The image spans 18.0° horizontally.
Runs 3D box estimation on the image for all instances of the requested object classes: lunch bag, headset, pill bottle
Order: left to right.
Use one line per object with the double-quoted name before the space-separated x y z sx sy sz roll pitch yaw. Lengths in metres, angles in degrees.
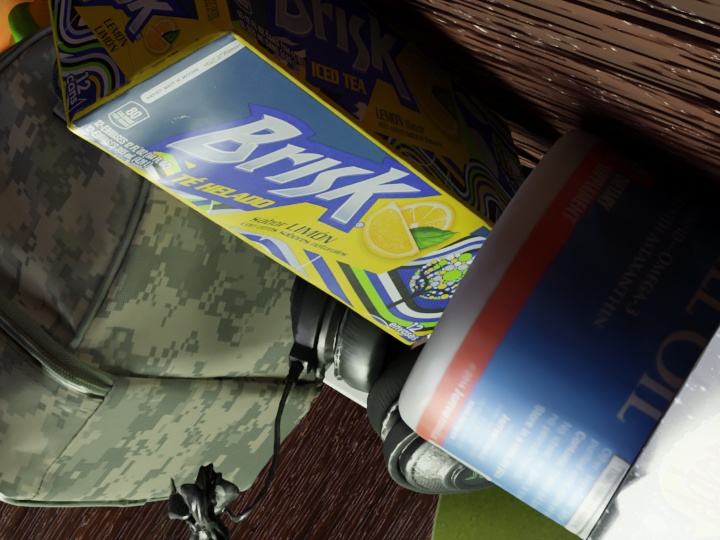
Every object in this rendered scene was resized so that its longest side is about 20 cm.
"lunch bag" -0.084 -0.010 0.896 0.139 0.168 0.200 45 -163 27
"headset" 0.017 0.041 0.863 0.124 0.200 0.094 47 156 25
"pill bottle" 0.122 0.051 0.707 0.200 0.112 0.112 31 178 6

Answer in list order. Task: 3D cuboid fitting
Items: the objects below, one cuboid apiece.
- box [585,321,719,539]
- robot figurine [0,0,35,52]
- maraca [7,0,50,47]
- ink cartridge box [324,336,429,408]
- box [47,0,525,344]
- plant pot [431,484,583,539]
"box" 0.136 0.079 0.602 0.137 0.038 0.200 31 142 8
"robot figurine" -0.203 -0.140 1.110 0.144 0.117 0.200 25 176 11
"maraca" -0.085 -0.071 1.063 0.200 0.107 0.137 26 -162 -50
"ink cartridge box" 0.000 0.000 1.267 0.200 0.125 0.129 31 178 43
"box" -0.016 -0.047 0.744 0.200 0.064 0.070 33 -144 -50
"plant pot" 0.161 0.122 0.872 0.200 0.187 0.187 9 162 46
